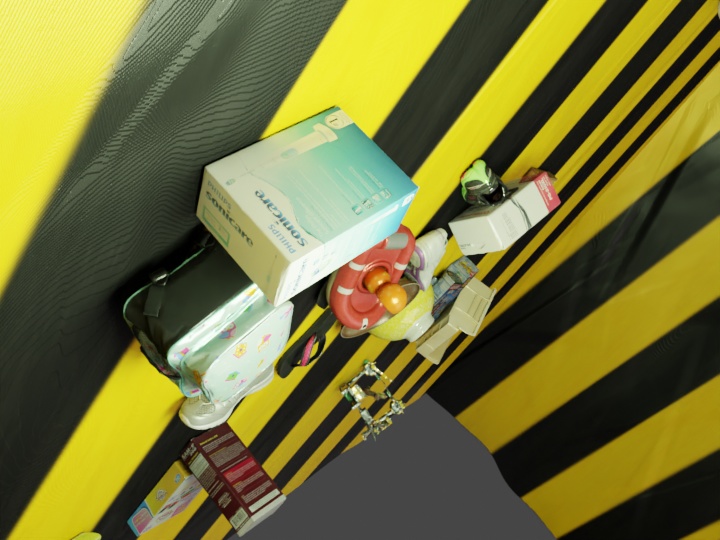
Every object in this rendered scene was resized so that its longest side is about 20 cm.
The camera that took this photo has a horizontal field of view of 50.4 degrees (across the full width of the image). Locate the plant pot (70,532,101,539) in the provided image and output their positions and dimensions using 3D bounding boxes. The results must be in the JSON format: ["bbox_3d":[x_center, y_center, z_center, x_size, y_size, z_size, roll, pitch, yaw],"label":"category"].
[{"bbox_3d":[-0.523,0.607,1.375,0.199,0.182,0.200,-24,155,-49],"label":"plant pot"}]

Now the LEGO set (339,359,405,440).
[{"bbox_3d":[0.032,0.355,2.113,0.153,0.202,0.116,-28,-179,-4],"label":"LEGO set"}]

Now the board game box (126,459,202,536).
[{"bbox_3d":[-0.380,0.456,1.605,0.200,0.040,0.153,-50,163,21],"label":"board game box"}]

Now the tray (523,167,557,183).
[{"bbox_3d":[0.441,-0.212,1.961,0.099,0.037,0.199,-50,164,20],"label":"tray"}]

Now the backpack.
[{"bbox_3d":[-0.175,0.067,0.929,0.176,0.153,0.200,-43,172,-22],"label":"backpack"}]

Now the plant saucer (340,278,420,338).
[{"bbox_3d":[0.036,0.073,1.626,0.199,0.037,0.201,-29,161,-11],"label":"plant saucer"}]

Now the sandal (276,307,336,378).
[{"bbox_3d":[-0.096,0.149,1.521,0.200,0.045,0.075,-48,164,14],"label":"sandal"}]

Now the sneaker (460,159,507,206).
[{"bbox_3d":[0.251,-0.156,1.536,0.077,0.084,0.200,-45,165,8],"label":"sneaker"}]

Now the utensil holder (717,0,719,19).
[{"bbox_3d":[0.999,-0.698,1.872,0.170,0.170,0.200,-40,163,-13],"label":"utensil holder"}]

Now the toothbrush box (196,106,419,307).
[{"bbox_3d":[-0.058,-0.077,0.849,0.199,0.146,0.086,-33,161,-36],"label":"toothbrush box"}]

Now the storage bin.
[{"bbox_3d":[0.263,0.139,2.152,0.199,0.093,0.200,-57,-174,-39],"label":"storage bin"}]

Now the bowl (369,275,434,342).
[{"bbox_3d":[0.111,0.104,1.811,0.200,0.108,0.201,-41,164,-14],"label":"bowl"}]

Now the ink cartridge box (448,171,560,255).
[{"bbox_3d":[0.313,-0.123,1.670,0.199,0.085,0.144,-36,-166,-27],"label":"ink cartridge box"}]

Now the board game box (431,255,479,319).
[{"bbox_3d":[0.218,0.048,2.020,0.200,0.062,0.200,-48,165,11],"label":"board game box"}]

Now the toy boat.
[{"bbox_3d":[0.031,0.023,1.287,0.129,0.131,0.201,-2,130,-38],"label":"toy boat"}]

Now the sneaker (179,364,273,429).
[{"bbox_3d":[-0.225,0.186,1.281,0.200,0.074,0.083,-38,150,-43],"label":"sneaker"}]

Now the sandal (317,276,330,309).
[{"bbox_3d":[0.000,0.000,1.381,0.200,0.043,0.076,-43,164,-5],"label":"sandal"}]

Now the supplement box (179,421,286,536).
[{"bbox_3d":[-0.251,0.406,1.502,0.061,0.200,0.108,-50,163,28],"label":"supplement box"}]

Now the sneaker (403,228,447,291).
[{"bbox_3d":[0.147,-0.021,1.637,0.099,0.075,0.200,-38,164,-18],"label":"sneaker"}]
